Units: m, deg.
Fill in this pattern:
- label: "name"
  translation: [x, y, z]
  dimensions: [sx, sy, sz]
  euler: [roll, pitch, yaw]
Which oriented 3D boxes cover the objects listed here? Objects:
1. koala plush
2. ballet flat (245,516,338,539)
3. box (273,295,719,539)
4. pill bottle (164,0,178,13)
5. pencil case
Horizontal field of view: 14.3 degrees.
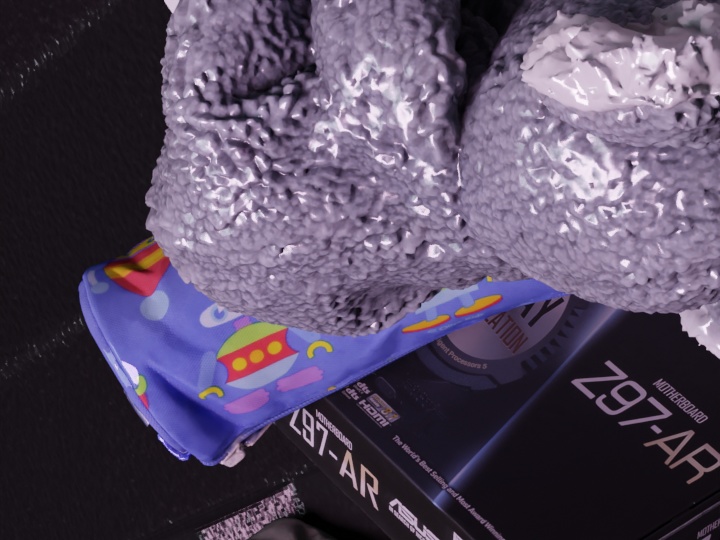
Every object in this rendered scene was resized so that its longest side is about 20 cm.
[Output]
- label: "koala plush"
  translation: [0.055, -0.044, 0.839]
  dimensions: [0.200, 0.184, 0.177]
  euler: [22, 159, 37]
- label: "ballet flat"
  translation: [0.000, 0.164, 1.351]
  dimensions: [0.200, 0.064, 0.067]
  euler: [11, 119, 53]
- label: "box"
  translation: [0.065, 0.043, 1.077]
  dimensions: [0.200, 0.160, 0.044]
  euler: [43, 148, 34]
- label: "pill bottle"
  translation: [-0.013, -0.166, 1.106]
  dimensions: [0.109, 0.109, 0.200]
  euler: [58, 148, 13]
- label: "pencil case"
  translation: [0.000, 0.000, 1.017]
  dimensions: [0.087, 0.200, 0.078]
  euler: [64, -177, -10]
